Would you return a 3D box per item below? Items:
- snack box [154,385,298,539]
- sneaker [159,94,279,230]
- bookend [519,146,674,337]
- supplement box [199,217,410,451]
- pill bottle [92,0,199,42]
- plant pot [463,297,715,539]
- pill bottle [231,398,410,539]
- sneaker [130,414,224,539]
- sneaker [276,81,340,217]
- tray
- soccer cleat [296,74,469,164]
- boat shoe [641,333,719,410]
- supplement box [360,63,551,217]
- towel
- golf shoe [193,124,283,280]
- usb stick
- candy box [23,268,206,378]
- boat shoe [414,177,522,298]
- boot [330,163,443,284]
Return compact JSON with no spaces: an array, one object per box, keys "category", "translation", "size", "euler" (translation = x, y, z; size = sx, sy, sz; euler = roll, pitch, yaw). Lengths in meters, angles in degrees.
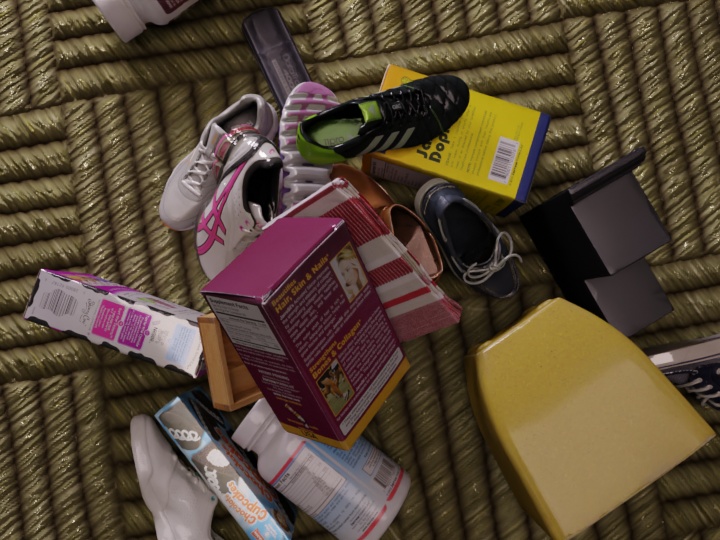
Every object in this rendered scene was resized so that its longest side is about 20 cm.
[{"category":"snack box","translation":[-0.150,0.227,0.786],"size":[0.037,0.116,0.200],"euler":[-39,88,-3]},{"category":"sneaker","translation":[-0.181,-0.138,0.821],"size":[0.075,0.092,0.201],"euler":[37,86,2]},{"category":"bookend","translation":[0.290,-0.012,0.769],"size":[0.092,0.200,0.200],"euler":[-29,87,-2]},{"category":"supplement box","translation":[-0.050,0.064,0.698],"size":[0.131,0.103,0.201],"euler":[-46,125,-35]},{"category":"pill bottle","translation":[-0.236,-0.376,0.825],"size":[0.199,0.114,0.115],"euler":[-36,88,-4]},{"category":"plant pot","translation":[0.224,0.145,0.768],"size":[0.195,0.194,0.201],"euler":[-32,82,-3]},{"category":"pill bottle","translation":[-0.048,0.224,0.792],"size":[0.200,0.109,0.109],"euler":[38,86,2]},{"category":"sneaker","translation":[-0.214,0.260,0.814],"size":[0.088,0.075,0.202],"euler":[-19,93,-15]},{"category":"sneaker","translation":[-0.069,-0.120,0.809],"size":[0.080,0.088,0.202],"euler":[3,87,-24]},{"category":"tray","translation":[-0.085,0.077,0.769],"size":[0.199,0.037,0.100],"euler":[-16,100,-46]},{"category":"soccer cleat","translation":[0.026,-0.162,0.724],"size":[0.198,0.081,0.068],"euler":[-19,86,-1]},{"category":"boat shoe","translation":[0.414,0.131,0.819],"size":[0.198,0.075,0.094],"euler":[-10,86,-8]},{"category":"supplement box","translation":[0.108,-0.152,0.819],"size":[0.198,0.109,0.110],"euler":[18,86,0]},{"category":"towel","translation":[0.000,0.000,0.732],"size":[0.200,0.144,0.023],"euler":[47,49,-16]},{"category":"golf shoe","translation":[-0.141,-0.060,0.785],"size":[0.072,0.092,0.201],"euler":[-7,126,-39]},{"category":"usb stick","translation":[-0.090,-0.239,0.860],"size":[0.055,0.033,0.201],"euler":[-25,87,-9]},{"category":"candy box","translation":[-0.258,0.060,0.785],"size":[0.198,0.136,0.062],"euler":[18,87,1]},{"category":"boat shoe","translation":[0.137,-0.026,0.789],"size":[0.075,0.062,0.200],"euler":[-38,125,0]},{"category":"boot","translation":[0.027,-0.060,0.788],"size":[0.074,0.155,0.200],"euler":[-44,88,-3]}]
